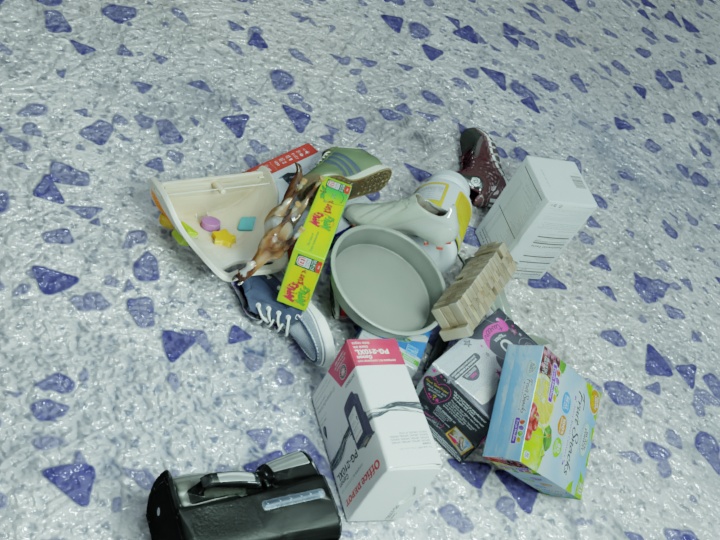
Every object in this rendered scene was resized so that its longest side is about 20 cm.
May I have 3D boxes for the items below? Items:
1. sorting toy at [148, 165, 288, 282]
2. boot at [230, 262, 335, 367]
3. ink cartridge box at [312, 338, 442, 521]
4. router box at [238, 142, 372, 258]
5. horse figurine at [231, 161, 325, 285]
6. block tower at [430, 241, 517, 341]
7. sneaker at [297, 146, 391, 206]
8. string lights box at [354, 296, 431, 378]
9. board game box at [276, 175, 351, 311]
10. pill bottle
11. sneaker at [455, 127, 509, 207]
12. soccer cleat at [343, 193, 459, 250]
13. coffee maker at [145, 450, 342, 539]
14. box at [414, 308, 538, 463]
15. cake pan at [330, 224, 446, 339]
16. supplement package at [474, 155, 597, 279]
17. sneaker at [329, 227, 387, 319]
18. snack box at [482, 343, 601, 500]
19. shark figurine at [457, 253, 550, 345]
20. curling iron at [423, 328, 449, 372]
[{"bbox_3d":[-0.199,-0.057,1.449,0.199,0.107,0.180,-11,50,-37],"label":"sorting toy"},{"bbox_3d":[-0.118,0.071,1.426,0.090,0.073,0.200,-12,49,-30],"label":"boot"},{"bbox_3d":[0.017,0.215,1.300,0.084,0.145,0.201,2,49,-27],"label":"ink cartridge box"},{"bbox_3d":[-0.096,-0.114,1.622,0.179,0.049,0.200,43,43,13],"label":"router box"},{"bbox_3d":[-0.111,-0.071,1.402,0.050,0.133,0.201,33,38,-16],"label":"horse figurine"},{"bbox_3d":[0.179,0.027,1.500,0.058,0.054,0.200,58,43,-17],"label":"block tower"},{"bbox_3d":[-0.046,-0.165,1.621,0.199,0.067,0.090,-15,52,-40],"label":"sneaker"},{"bbox_3d":[0.059,0.083,1.517,0.102,0.059,0.200,29,42,-3],"label":"string lights box"},{"bbox_3d":[-0.067,-0.044,1.443,0.047,0.102,0.200,21,37,-2],"label":"board game box"},{"bbox_3d":[0.133,-0.089,1.688,0.112,0.112,0.200,29,41,-3],"label":"pill bottle"},{"bbox_3d":[0.211,-0.203,1.875,0.115,0.076,0.201,-2,52,-28],"label":"sneaker"},{"bbox_3d":[0.067,-0.092,1.561,0.199,0.078,0.069,14,26,22],"label":"soccer cleat"},{"bbox_3d":[-0.133,0.320,1.142,0.199,0.135,0.193,-3,75,-31],"label":"coffee maker"},{"bbox_3d":[0.182,0.169,1.466,0.132,0.115,0.200,44,42,14],"label":"box"},{"bbox_3d":[0.038,0.021,1.477,0.199,0.037,0.201,17,49,-21],"label":"cake pan"},{"bbox_3d":[0.310,-0.091,1.728,0.109,0.200,0.114,4,49,-27],"label":"supplement package"},{"bbox_3d":[0.000,0.000,1.533,0.084,0.077,0.201,9,42,8],"label":"sneaker"},{"bbox_3d":[0.266,0.219,1.388,0.200,0.067,0.170,36,63,-46],"label":"snack box"},{"bbox_3d":[0.236,0.029,1.614,0.089,0.128,0.215,-30,55,0],"label":"shark figurine"},{"bbox_3d":[0.151,0.104,1.576,0.049,0.026,0.200,35,42,8],"label":"curling iron"}]
